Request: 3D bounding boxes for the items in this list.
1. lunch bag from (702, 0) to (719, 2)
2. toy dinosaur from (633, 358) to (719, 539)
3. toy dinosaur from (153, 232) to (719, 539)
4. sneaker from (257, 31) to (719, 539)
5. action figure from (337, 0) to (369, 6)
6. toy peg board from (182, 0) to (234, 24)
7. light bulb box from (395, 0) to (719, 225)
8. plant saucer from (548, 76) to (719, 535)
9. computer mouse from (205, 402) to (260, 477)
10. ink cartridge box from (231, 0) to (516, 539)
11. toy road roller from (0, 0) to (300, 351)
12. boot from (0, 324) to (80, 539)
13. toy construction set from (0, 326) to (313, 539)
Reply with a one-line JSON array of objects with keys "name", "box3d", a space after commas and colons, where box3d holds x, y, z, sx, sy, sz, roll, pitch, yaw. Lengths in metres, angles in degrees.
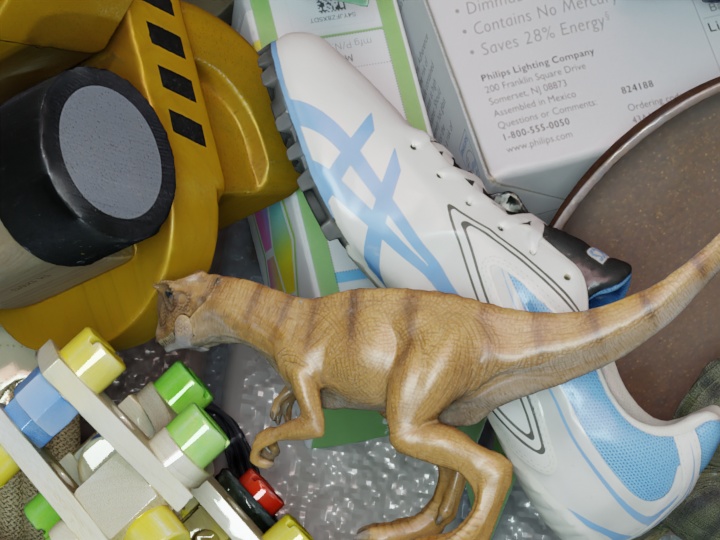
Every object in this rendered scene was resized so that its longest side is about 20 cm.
[{"name": "lunch bag", "box3d": [0.140, -0.174, 0.782, 0.131, 0.200, 0.137, -2, 71, -4]}, {"name": "toy dinosaur", "box3d": [0.128, 0.082, 0.861, 0.088, 0.200, 0.048, 27, 23, -28]}, {"name": "toy dinosaur", "box3d": [0.027, 0.030, 0.715, 0.198, 0.060, 0.107, -1, 93, 13]}, {"name": "sneaker", "box3d": [0.040, -0.003, 0.781, 0.072, 0.072, 0.200, -39, 82, 5]}, {"name": "action figure", "box3d": [-0.075, -0.162, 0.871, 0.199, 0.055, 0.119, 11, 75, 16]}, {"name": "toy peg board", "box3d": [-0.168, -0.136, 0.926, 0.200, 0.098, 0.199, 41, 68, 12]}, {"name": "light bulb box", "box3d": [0.101, -0.115, 0.929, 0.197, 0.125, 0.201, -14, 67, -11]}, {"name": "plant saucer", "box3d": [0.142, 0.006, 0.860, 0.199, 0.201, 0.035, -12, 35, -11]}, {"name": "computer mouse", "box3d": [-0.065, 0.139, 0.852, 0.058, 0.034, 0.201, 0, 59, 12]}, {"name": "ink cartridge box", "box3d": [0.000, 0.000, 0.877, 0.059, 0.104, 0.201, -11, 67, -11]}, {"name": "toy road roller", "box3d": [-0.104, -0.071, 0.805, 0.145, 0.122, 0.201, -1, 73, -51]}, {"name": "boot", "box3d": [-0.175, 0.012, 0.850, 0.154, 0.073, 0.202, -7, 84, -6]}, {"name": "toy construction set", "box3d": [-0.042, 0.111, 0.765, 0.092, 0.131, 0.201, -28, 85, 1]}]
